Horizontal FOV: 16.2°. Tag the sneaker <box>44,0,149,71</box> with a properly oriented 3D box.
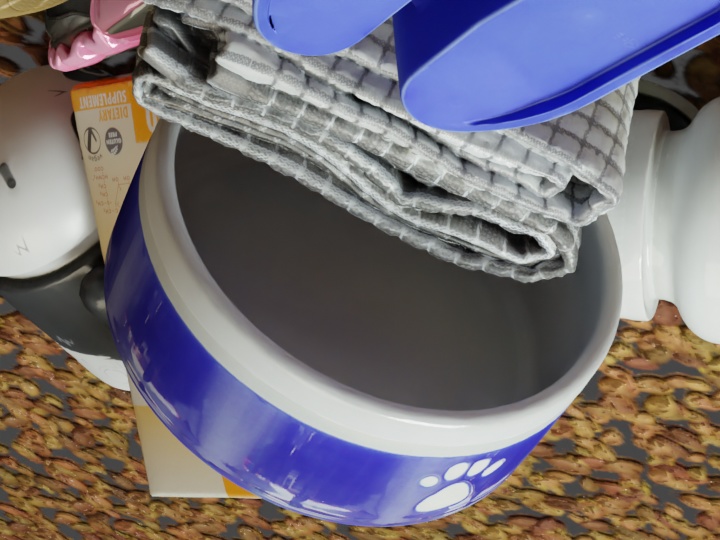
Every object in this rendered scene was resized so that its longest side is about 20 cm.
[{"bbox_3d":[-0.108,-0.147,1.136,0.096,0.079,0.200,70,162,-1],"label":"sneaker"}]

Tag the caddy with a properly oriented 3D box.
[{"bbox_3d":[0.050,-0.132,0.810,0.141,0.105,0.200,26,144,-34],"label":"caddy"}]

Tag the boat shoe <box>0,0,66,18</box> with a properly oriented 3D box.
[{"bbox_3d":[-0.095,-0.174,0.904,0.200,0.071,0.069,-44,70,39],"label":"boat shoe"}]

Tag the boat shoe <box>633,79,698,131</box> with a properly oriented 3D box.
[{"bbox_3d":[0.073,-0.042,1.200,0.199,0.066,0.075,-5,144,40],"label":"boat shoe"}]

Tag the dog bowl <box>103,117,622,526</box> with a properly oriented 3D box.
[{"bbox_3d":[0.000,0.000,1.022,0.199,0.201,0.079,24,136,-8],"label":"dog bowl"}]

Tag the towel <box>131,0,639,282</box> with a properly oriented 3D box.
[{"bbox_3d":[0.012,-0.100,1.001,0.199,0.166,0.086,24,138,-9],"label":"towel"}]

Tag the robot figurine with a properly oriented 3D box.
[{"bbox_3d":[-0.123,-0.019,1.289,0.150,0.125,0.200,9,153,44],"label":"robot figurine"}]

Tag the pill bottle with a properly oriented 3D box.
[{"bbox_3d":[0.196,-0.019,1.084,0.199,0.110,0.110,4,151,14],"label":"pill bottle"}]

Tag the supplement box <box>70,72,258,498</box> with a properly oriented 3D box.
[{"bbox_3d":[-0.053,0.001,1.172,0.073,0.201,0.126,-17,-172,-43],"label":"supplement box"}]
